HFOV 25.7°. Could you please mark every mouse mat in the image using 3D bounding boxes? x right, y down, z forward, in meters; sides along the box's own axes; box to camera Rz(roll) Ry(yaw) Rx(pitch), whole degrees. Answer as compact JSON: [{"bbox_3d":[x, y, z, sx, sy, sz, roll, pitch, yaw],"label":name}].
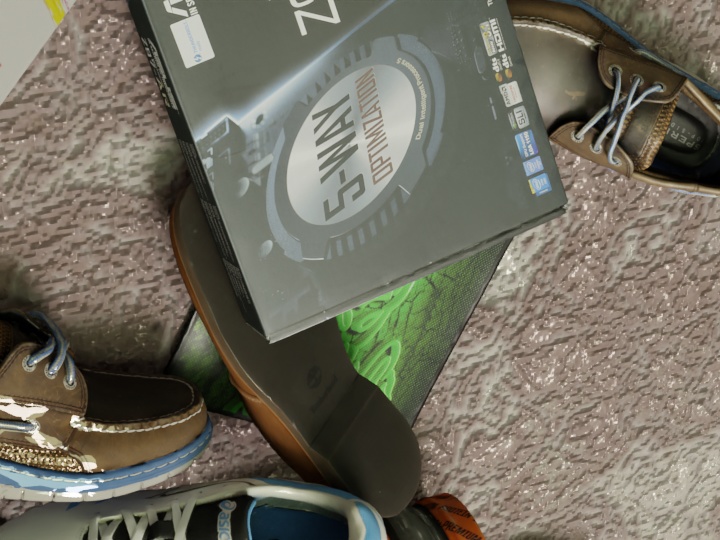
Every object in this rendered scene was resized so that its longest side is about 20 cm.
[{"bbox_3d":[0.000,0.000,0.830,0.160,0.008,0.201,17,109,-32],"label":"mouse mat"}]

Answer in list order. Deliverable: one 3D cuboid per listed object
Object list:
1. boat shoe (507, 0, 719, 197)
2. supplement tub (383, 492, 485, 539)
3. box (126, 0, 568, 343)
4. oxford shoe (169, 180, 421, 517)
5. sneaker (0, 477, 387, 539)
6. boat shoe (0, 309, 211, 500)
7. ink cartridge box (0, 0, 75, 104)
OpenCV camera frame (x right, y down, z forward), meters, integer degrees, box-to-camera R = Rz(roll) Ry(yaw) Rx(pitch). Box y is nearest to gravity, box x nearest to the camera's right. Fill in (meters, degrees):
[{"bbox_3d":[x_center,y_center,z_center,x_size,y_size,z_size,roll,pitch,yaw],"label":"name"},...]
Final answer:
[{"bbox_3d":[0.131,-0.087,0.804,0.199,0.072,0.073,14,111,-31],"label":"boat shoe"},{"bbox_3d":[-0.027,0.197,0.853,0.198,0.123,0.123,-16,123,-17],"label":"supplement tub"},{"bbox_3d":[-0.009,-0.091,0.715,0.159,0.044,0.201,-22,105,-14],"label":"box"},{"bbox_3d":[-0.047,0.042,0.789,0.071,0.071,0.201,-44,117,-34],"label":"oxford shoe"},{"bbox_3d":[-0.086,0.131,0.763,0.198,0.072,0.073,-2,148,-1],"label":"sneaker"},{"bbox_3d":[-0.162,0.061,0.734,0.198,0.072,0.073,-2,115,-25],"label":"boat shoe"},{"bbox_3d":[-0.161,-0.127,0.571,0.116,0.067,0.201,60,39,-36],"label":"ink cartridge box"}]
